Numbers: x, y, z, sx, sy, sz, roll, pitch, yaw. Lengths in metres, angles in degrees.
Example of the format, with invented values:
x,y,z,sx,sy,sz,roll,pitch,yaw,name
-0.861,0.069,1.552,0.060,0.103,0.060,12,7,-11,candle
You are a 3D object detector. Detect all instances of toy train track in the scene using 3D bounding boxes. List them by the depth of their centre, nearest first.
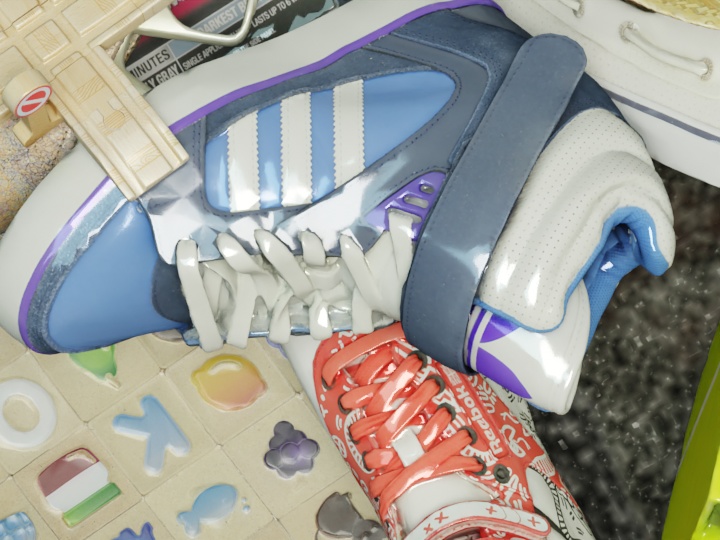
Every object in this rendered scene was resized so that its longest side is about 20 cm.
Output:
x,y,z,sx,sy,sz,roll,pitch,yaw,name
-0.063,-0.099,0.925,0.200,0.033,0.115,-37,71,-12,toy train track

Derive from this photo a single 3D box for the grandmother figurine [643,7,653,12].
x,y,z,sx,sy,sz,roll,pitch,yaw,name
0.145,-0.116,1.017,0.121,0.061,0.201,-25,89,35,grandmother figurine

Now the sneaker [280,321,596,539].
x,y,z,sx,sy,sz,roll,pitch,yaw,name
0.028,0.064,0.983,0.067,0.108,0.202,-28,100,8,sneaker

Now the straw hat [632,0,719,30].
x,y,z,sx,sy,sz,roll,pitch,yaw,name
0.133,-0.158,0.947,0.200,0.085,0.202,-2,77,9,straw hat

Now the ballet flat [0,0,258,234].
x,y,z,sx,sy,sz,roll,pitch,yaw,name
-0.075,-0.077,0.977,0.067,0.068,0.200,29,89,-3,ballet flat

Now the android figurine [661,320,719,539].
x,y,z,sx,sy,sz,roll,pitch,yaw,name
0.126,0.059,0.959,0.041,0.182,0.200,17,51,4,android figurine

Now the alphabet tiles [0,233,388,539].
x,y,z,sx,sy,sz,roll,pitch,yaw,name
-0.081,0.043,1.040,0.166,0.006,0.200,-35,103,9,alphabet tiles

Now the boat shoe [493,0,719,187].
x,y,z,sx,sy,sz,roll,pitch,yaw,name
0.119,-0.075,0.969,0.200,0.071,0.070,26,124,39,boat shoe

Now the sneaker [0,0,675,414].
x,y,z,sx,sy,sz,roll,pitch,yaw,name
0.000,0.000,0.934,0.200,0.081,0.147,-31,58,-16,sneaker

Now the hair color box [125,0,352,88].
x,y,z,sx,sy,sz,roll,pitch,yaw,name
-0.092,-0.149,1.048,0.099,0.061,0.200,-31,85,9,hair color box
